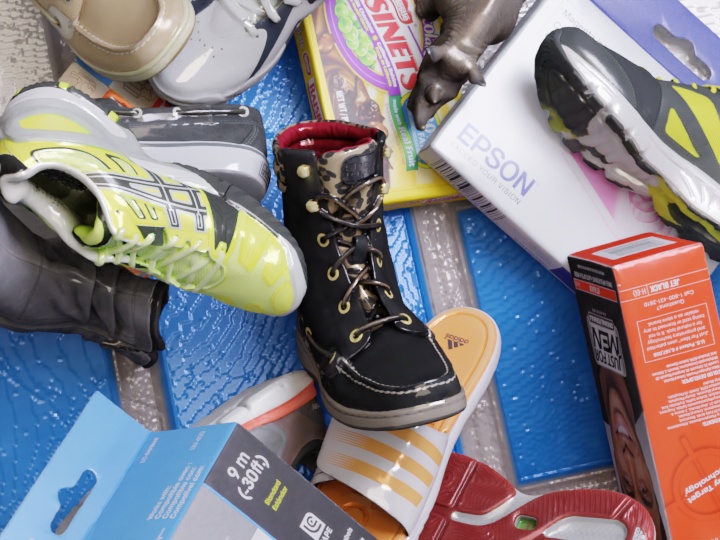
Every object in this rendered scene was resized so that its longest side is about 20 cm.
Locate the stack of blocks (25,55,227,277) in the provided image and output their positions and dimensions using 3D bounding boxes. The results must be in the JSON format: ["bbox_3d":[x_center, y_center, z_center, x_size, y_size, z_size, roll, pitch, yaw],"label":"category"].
[{"bbox_3d":[-0.127,-0.103,1.256,0.115,0.059,0.201,35,78,2],"label":"stack of blocks"}]

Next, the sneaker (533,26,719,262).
[{"bbox_3d":[0.190,-0.088,1.228,0.200,0.074,0.085,42,71,-17],"label":"sneaker"}]

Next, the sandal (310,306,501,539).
[{"bbox_3d":[0.020,0.090,1.205,0.079,0.059,0.208,13,56,26],"label":"sandal"}]

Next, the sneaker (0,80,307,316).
[{"bbox_3d":[-0.122,-0.023,1.118,0.199,0.076,0.077,29,41,-11],"label":"sneaker"}]

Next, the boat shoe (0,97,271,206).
[{"bbox_3d":[-0.152,-0.074,1.190,0.198,0.069,0.057,4,63,-7],"label":"boat shoe"}]

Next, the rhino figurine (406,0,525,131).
[{"bbox_3d":[0.073,-0.170,1.252,0.060,0.087,0.201,32,64,-15],"label":"rhino figurine"}]

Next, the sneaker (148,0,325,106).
[{"bbox_3d":[-0.049,-0.184,1.182,0.198,0.130,0.080,-36,83,-10],"label":"sneaker"}]

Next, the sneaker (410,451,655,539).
[{"bbox_3d":[0.094,0.181,1.218,0.199,0.116,0.079,12,55,32],"label":"sneaker"}]

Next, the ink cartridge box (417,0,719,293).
[{"bbox_3d":[0.170,-0.088,1.273,0.196,0.043,0.201,40,80,-7],"label":"ink cartridge box"}]

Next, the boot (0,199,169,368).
[{"bbox_3d":[-0.174,0.002,1.163,0.130,0.200,0.070,15,79,2],"label":"boot"}]

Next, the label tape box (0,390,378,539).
[{"bbox_3d":[-0.085,0.163,1.077,0.200,0.063,0.145,41,46,-11],"label":"label tape box"}]

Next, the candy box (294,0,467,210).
[{"bbox_3d":[0.011,-0.139,1.280,0.101,0.026,0.202,-8,80,-26],"label":"candy box"}]

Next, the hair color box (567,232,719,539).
[{"bbox_3d":[0.186,0.084,1.203,0.061,0.101,0.202,-15,97,-8],"label":"hair color box"}]

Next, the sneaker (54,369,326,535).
[{"bbox_3d":[-0.089,0.135,1.188,0.199,0.077,0.082,-31,96,-30],"label":"sneaker"}]

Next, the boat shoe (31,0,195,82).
[{"bbox_3d":[-0.170,-0.177,1.206,0.072,0.065,0.200,-48,44,0],"label":"boat shoe"}]

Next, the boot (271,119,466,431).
[{"bbox_3d":[0.000,0.000,1.158,0.072,0.200,0.152,-12,108,-13],"label":"boot"}]
